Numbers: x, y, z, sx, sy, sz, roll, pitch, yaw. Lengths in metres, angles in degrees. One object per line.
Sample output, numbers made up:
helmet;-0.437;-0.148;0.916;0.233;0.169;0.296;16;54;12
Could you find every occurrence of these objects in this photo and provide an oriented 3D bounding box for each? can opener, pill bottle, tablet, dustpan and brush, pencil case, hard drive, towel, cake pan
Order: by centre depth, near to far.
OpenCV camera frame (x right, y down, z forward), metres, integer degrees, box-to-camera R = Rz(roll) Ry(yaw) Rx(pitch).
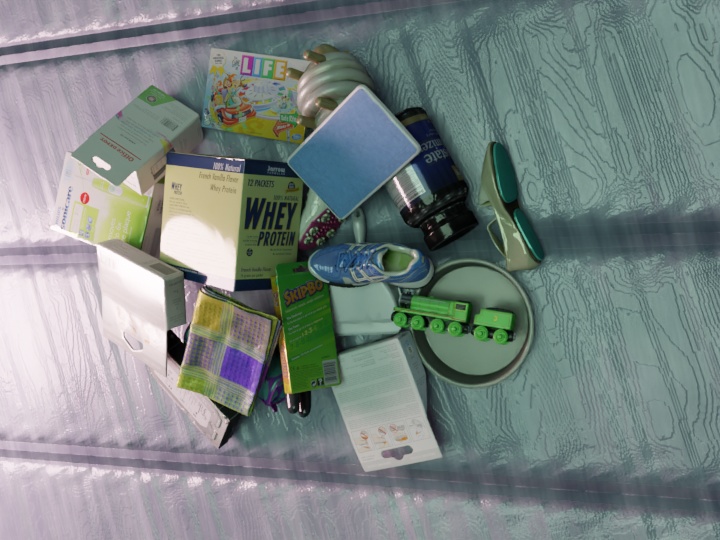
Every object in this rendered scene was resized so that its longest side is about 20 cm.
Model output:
tablet;-0.014;-0.173;1.287;0.130;0.014;0.200;46;130;-7
pill bottle;0.095;-0.137;1.314;0.111;0.112;0.201;-31;83;20
cake pan;0.173;0.081;1.338;0.198;0.037;0.203;1;94;21
towel;-0.212;0.130;1.363;0.142;0.023;0.202;23;116;6
dustpan and brush;0.000;0.000;1.399;0.138;0.057;0.202;-3;99;20
can opener;-0.105;0.140;1.402;0.078;0.063;0.202;-27;49;38
pencil case;-0.203;0.150;1.466;0.199;0.085;0.093;30;91;17
hard drive;-0.291;0.205;1.488;0.200;0.038;0.140;45;146;10

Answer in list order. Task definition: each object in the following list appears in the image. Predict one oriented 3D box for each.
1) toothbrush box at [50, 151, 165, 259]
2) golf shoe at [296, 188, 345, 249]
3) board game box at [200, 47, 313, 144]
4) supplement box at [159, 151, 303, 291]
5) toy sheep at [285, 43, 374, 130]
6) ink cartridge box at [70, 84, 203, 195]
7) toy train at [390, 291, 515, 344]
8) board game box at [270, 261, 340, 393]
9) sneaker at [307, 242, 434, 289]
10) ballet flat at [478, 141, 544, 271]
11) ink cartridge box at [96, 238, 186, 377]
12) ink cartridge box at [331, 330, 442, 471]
toothbrush box;-0.439;-0.115;1.540;0.198;0.086;0.147;20;101;20
golf shoe;-0.055;-0.127;1.404;0.092;0.075;0.201;44;106;29
board game box;-0.168;-0.293;1.448;0.198;0.034;0.136;12;98;20
supplement box;-0.211;-0.082;1.397;0.199;0.134;0.202;11;98;40
toy sheep;-0.039;-0.267;1.342;0.137;0.138;0.202;-19;68;21
ink cartridge box;-0.376;-0.210;1.456;0.117;0.068;0.200;33;61;16
toy train;0.141;0.072;1.310;0.198;0.042;0.057;9;87;21
board game box;-0.087;0.087;1.361;0.030;0.095;0.202;-8;88;53
sneaker;0.013;-0.017;1.326;0.198;0.077;0.077;-1;71;12
ballet flat;0.213;-0.092;1.299;0.069;0.069;0.202;-21;86;21
ink cartridge box;-0.368;0.059;1.444;0.199;0.044;0.178;23;120;38
ink cartridge box;0.042;0.212;1.383;0.159;0.047;0.202;-19;93;34
